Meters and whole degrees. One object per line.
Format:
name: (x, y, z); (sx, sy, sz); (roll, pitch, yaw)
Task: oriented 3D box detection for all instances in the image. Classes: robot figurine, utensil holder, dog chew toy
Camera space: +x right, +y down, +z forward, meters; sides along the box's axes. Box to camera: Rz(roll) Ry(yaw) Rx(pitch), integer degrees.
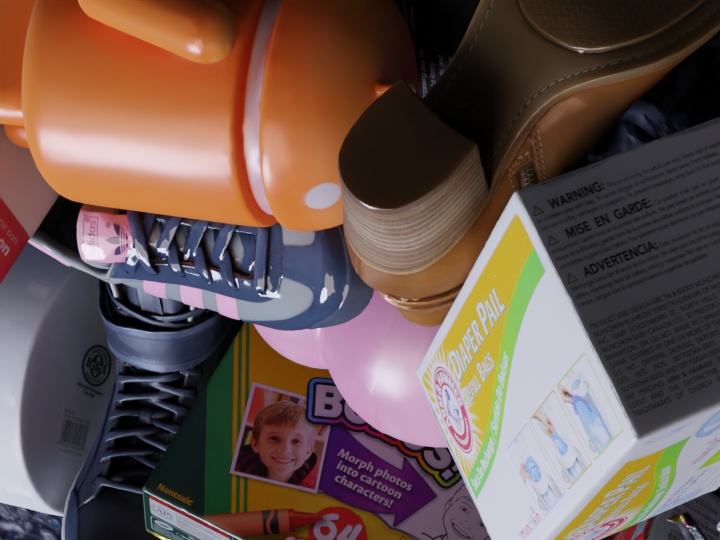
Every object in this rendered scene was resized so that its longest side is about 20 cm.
robot figurine: (-0.063, -0.078, 0.883); (0.198, 0.117, 0.145); (8, 130, 16)
utensil holder: (-0.231, 0.043, 1.234); (0.198, 0.171, 0.171); (11, 143, 26)
dog chew toy: (0.000, 0.000, 1.023); (0.199, 0.125, 0.125); (28, 150, 23)

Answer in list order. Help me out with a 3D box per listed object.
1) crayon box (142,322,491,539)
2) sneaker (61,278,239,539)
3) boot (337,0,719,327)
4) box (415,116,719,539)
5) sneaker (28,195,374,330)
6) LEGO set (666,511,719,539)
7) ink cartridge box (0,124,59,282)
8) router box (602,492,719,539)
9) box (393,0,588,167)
crayon box: (0.017, 0.096, 1.079); (0.199, 0.173, 0.058); (25, 151, 10)
sneaker: (-0.116, 0.065, 1.132); (0.076, 0.204, 0.147); (10, 142, 8)
boot: (0.079, -0.057, 0.848); (0.077, 0.200, 0.155); (44, 172, 20)
box: (0.106, 0.035, 0.848); (0.200, 0.112, 0.102); (112, 135, -66)
sneaker: (-0.081, -0.010, 0.964); (0.199, 0.082, 0.071); (10, 101, 44)
LEGO set: (0.225, 0.157, 0.995); (0.155, 0.115, 0.200); (60, 158, 12)
ink cartridge box: (-0.195, -0.082, 0.995); (0.145, 0.201, 0.083); (2, 140, 40)
router box: (0.216, 0.214, 1.188); (0.199, 0.049, 0.180); (32, 148, 0)
box: (0.005, -0.112, 0.936); (0.198, 0.036, 0.144); (18, 145, 19)
